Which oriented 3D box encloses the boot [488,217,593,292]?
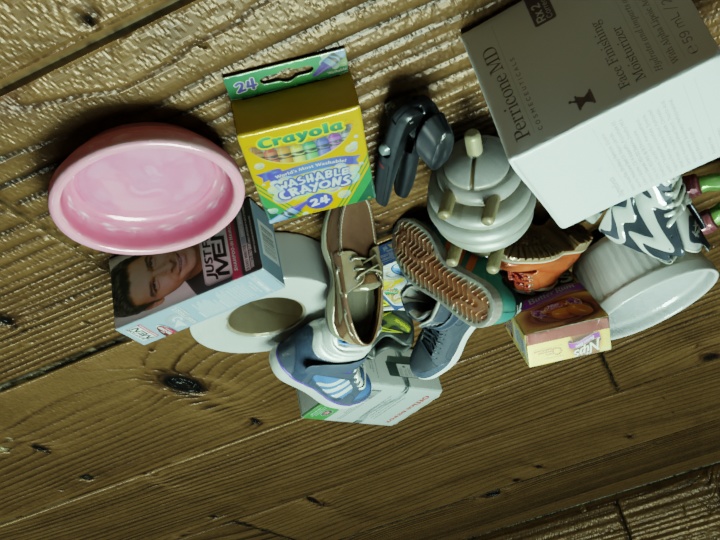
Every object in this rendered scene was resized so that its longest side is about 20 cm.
[{"bbox_3d":[0.224,-0.009,1.182,0.200,0.075,0.107,-5,136,-46],"label":"boot"}]

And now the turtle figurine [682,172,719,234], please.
[{"bbox_3d":[0.475,-0.088,1.127,0.194,0.200,0.144,-20,136,29],"label":"turtle figurine"}]

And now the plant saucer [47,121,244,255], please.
[{"bbox_3d":[-0.224,-0.089,0.935,0.200,0.051,0.201,-11,151,-6],"label":"plant saucer"}]

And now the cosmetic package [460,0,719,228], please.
[{"bbox_3d":[0.235,-0.176,0.863,0.200,0.165,0.165,-26,148,19],"label":"cosmetic package"}]

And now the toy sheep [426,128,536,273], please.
[{"bbox_3d":[0.137,-0.085,1.018,0.138,0.138,0.200,-13,145,-2],"label":"toy sheep"}]

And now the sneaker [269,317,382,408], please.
[{"bbox_3d":[-0.011,0.122,1.219,0.146,0.081,0.200,-28,142,30],"label":"sneaker"}]

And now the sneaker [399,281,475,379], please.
[{"bbox_3d":[0.094,0.076,1.230,0.146,0.077,0.202,1,132,-45],"label":"sneaker"}]

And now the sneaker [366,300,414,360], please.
[{"bbox_3d":[-0.014,0.094,1.309,0.200,0.085,0.075,-12,150,-3],"label":"sneaker"}]

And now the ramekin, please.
[{"bbox_3d":[0.404,0.009,1.298,0.200,0.105,0.200,-18,155,-9],"label":"ramekin"}]

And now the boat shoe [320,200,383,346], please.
[{"bbox_3d":[0.000,0.000,1.080,0.076,0.072,0.200,-15,115,-27],"label":"boat shoe"}]

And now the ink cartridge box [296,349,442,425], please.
[{"bbox_3d":[0.014,0.191,1.492,0.200,0.083,0.147,14,140,-39],"label":"ink cartridge box"}]

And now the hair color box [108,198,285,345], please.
[{"bbox_3d":[-0.197,0.003,1.057,0.200,0.099,0.061,-22,150,15],"label":"hair color box"}]

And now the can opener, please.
[{"bbox_3d":[0.045,-0.125,0.981,0.063,0.079,0.200,-13,161,-18],"label":"can opener"}]

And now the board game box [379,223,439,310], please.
[{"bbox_3d":[0.111,-0.017,1.220,0.200,0.035,0.135,-22,150,14],"label":"board game box"}]

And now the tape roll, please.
[{"bbox_3d":[-0.130,0.033,1.167,0.202,0.071,0.203,-10,151,-6],"label":"tape roll"}]

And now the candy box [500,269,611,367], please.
[{"bbox_3d":[0.261,0.055,1.255,0.116,0.200,0.057,-12,112,-3],"label":"candy box"}]

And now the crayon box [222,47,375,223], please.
[{"bbox_3d":[-0.058,-0.133,0.930,0.125,0.052,0.200,-14,150,0],"label":"crayon box"}]

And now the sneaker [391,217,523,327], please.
[{"bbox_3d":[0.119,0.003,1.111,0.080,0.200,0.071,-1,126,-44],"label":"sneaker"}]

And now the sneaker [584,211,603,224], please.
[{"bbox_3d":[0.262,-0.125,1.081,0.080,0.078,0.200,-45,147,17],"label":"sneaker"}]

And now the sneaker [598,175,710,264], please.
[{"bbox_3d":[0.390,-0.084,1.098,0.079,0.130,0.199,-37,157,-41],"label":"sneaker"}]
